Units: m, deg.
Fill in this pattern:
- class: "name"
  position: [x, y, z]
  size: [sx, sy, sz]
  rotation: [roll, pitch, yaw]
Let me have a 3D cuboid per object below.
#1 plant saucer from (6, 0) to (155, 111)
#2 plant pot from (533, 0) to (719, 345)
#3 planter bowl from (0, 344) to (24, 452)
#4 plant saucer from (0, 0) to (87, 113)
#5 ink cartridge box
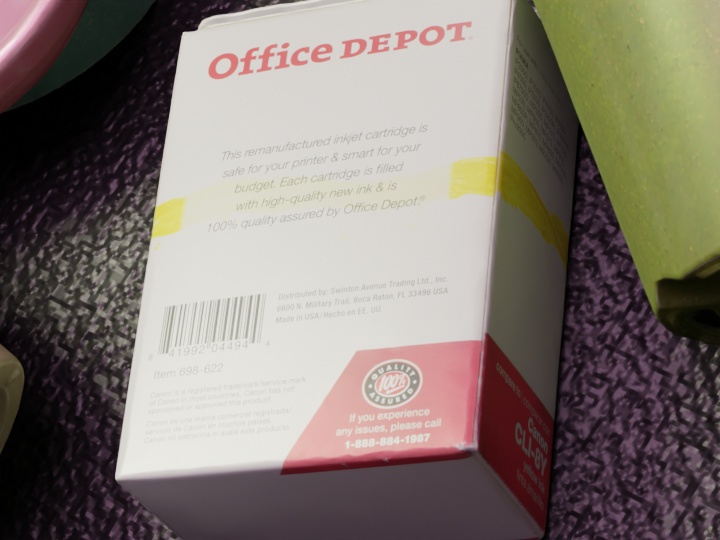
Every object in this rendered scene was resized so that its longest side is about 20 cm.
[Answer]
- class: "plant saucer"
  position: [-0.167, -0.163, 1.335]
  size: [0.199, 0.036, 0.201]
  rotation: [-13, 57, 20]
- class: "plant pot"
  position: [0.145, -0.080, 1.045]
  size: [0.200, 0.200, 0.191]
  rotation: [-16, 69, 19]
- class: "planter bowl"
  position: [-0.217, 0.053, 1.155]
  size: [0.135, 0.200, 0.201]
  rotation: [31, 78, 9]
- class: "plant saucer"
  position: [-0.190, -0.129, 1.274]
  size: [0.200, 0.051, 0.201]
  rotation: [-13, 58, 22]
- class: "ink cartridge box"
  position: [0.000, 0.000, 1.121]
  size: [0.145, 0.083, 0.201]
  rotation: [-7, 60, 24]
